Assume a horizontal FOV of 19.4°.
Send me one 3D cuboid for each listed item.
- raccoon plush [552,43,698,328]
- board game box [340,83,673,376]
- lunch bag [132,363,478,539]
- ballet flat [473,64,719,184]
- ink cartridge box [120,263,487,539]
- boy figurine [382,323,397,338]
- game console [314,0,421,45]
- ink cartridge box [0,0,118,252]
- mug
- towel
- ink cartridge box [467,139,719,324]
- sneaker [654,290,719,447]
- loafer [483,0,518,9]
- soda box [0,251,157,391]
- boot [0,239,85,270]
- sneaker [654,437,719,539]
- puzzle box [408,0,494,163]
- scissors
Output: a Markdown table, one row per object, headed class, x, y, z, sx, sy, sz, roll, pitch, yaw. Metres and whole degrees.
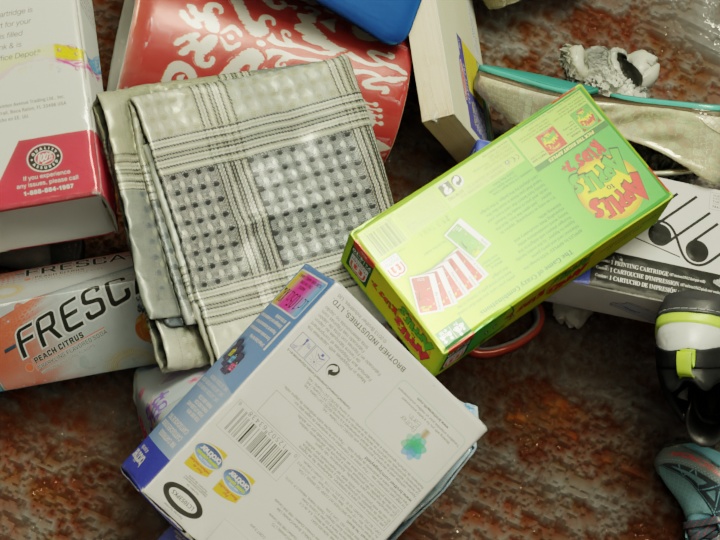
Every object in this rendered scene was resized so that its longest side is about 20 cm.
| class | x | y | z | sx | sy | sz | roll | pitch | yaw |
| --- | --- | --- | --- | --- | --- | --- | --- | --- | --- |
| raccoon plush | 0.166 | -0.076 | 1.537 | 0.134 | 0.097 | 0.200 | 37 | 69 | 11 |
| board game box | 0.097 | -0.028 | 1.391 | 0.200 | 0.048 | 0.102 | -33 | 76 | -20 |
| lunch bag | -0.034 | 0.114 | 1.377 | 0.199 | 0.170 | 0.128 | -14 | 105 | -14 |
| ballet flat | 0.166 | -0.100 | 1.481 | 0.199 | 0.067 | 0.063 | 13 | 99 | 23 |
| ink cartridge box | -0.046 | 0.116 | 1.246 | 0.136 | 0.076 | 0.200 | 44 | 83 | -16 |
| boy figurine | 0.000 | 0.000 | 1.478 | 0.199 | 0.065 | 0.125 | -4 | 51 | -7 |
| game console | -0.033 | -0.276 | 1.463 | 0.170 | 0.118 | 0.201 | 12 | 72 | 28 |
| ink cartridge box | -0.247 | -0.118 | 1.407 | 0.147 | 0.086 | 0.201 | -9 | 70 | 1 |
| mug | -0.069 | -0.164 | 1.496 | 0.199 | 0.133 | 0.178 | 12 | 72 | -11 |
| towel | -0.065 | -0.041 | 1.383 | 0.199 | 0.035 | 0.193 | -13 | 86 | -28 |
| ink cartridge box | 0.167 | -0.021 | 1.451 | 0.199 | 0.044 | 0.094 | 11 | 66 | -5 |
| sneaker | 0.234 | 0.087 | 1.446 | 0.071 | 0.200 | 0.083 | -1 | 63 | 22 |
| loafer | 0.158 | -0.248 | 1.601 | 0.199 | 0.076 | 0.068 | -16 | 112 | -24 |
| soda box | -0.176 | 0.030 | 1.417 | 0.199 | 0.068 | 0.064 | -11 | 110 | -6 |
| boot | -0.258 | -0.091 | 1.469 | 0.131 | 0.070 | 0.201 | 0 | 67 | -5 |
| sneaker | 0.264 | 0.208 | 1.465 | 0.095 | 0.079 | 0.200 | -36 | 82 | -18 |
| puzzle box | 0.059 | -0.182 | 1.527 | 0.025 | 0.133 | 0.201 | -12 | 72 | 14 |
| scissors | 0.039 | 0.051 | 1.505 | 0.199 | 0.014 | 0.073 | -25 | 79 | -19 |
